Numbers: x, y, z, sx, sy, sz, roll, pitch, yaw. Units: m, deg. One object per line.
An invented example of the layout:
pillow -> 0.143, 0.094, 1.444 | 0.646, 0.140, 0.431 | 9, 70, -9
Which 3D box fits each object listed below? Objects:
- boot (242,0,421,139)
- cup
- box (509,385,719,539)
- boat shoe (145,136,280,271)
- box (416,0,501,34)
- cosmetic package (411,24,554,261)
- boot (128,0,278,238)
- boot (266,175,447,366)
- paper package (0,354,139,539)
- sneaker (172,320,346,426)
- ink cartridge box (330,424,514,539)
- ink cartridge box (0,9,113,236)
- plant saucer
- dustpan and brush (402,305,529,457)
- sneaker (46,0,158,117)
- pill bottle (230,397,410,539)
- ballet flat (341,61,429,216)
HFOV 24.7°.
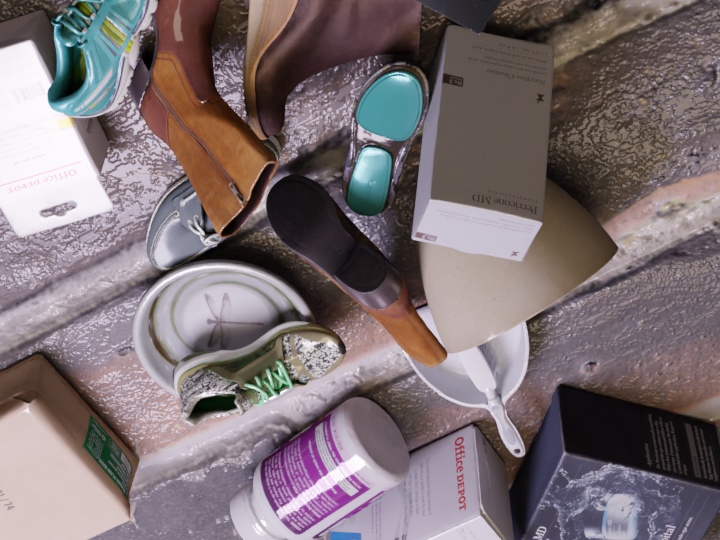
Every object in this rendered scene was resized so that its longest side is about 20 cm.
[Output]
boot -> -0.026, -0.209, 1.558 | 0.165, 0.073, 0.201 | 5, 122, 0
cup -> 0.135, -0.031, 1.632 | 0.199, 0.200, 0.144 | -30, 94, 21
box -> 0.284, 0.259, 1.865 | 0.198, 0.118, 0.198 | 14, 125, -8
boat shoe -> -0.156, -0.061, 1.674 | 0.073, 0.062, 0.200 | 35, 119, -22
box -> 0.049, -0.328, 1.425 | 0.199, 0.149, 0.125 | 25, 124, -16
cosmetic package -> 0.115, -0.119, 1.537 | 0.112, 0.201, 0.081 | 9, 149, -8
boot -> -0.137, -0.162, 1.515 | 0.068, 0.200, 0.189 | -1, 136, -43
boot -> 0.000, 0.000, 1.688 | 0.069, 0.188, 0.200 | -51, 150, -6
paper package -> -0.380, 0.219, 1.856 | 0.190, 0.104, 0.200 | -25, 121, 18
sneaker -> -0.106, 0.120, 1.726 | 0.199, 0.089, 0.077 | -19, 123, 14
ink cartridge box -> 0.068, 0.285, 1.867 | 0.199, 0.147, 0.086 | -26, 123, 19
ink cartridge box -> -0.326, -0.141, 1.617 | 0.116, 0.068, 0.201 | -14, 123, 12
plant saucer -> -0.144, 0.060, 1.769 | 0.198, 0.050, 0.201 | 1, 126, 1
dustpan and brush -> 0.138, 0.119, 1.800 | 0.139, 0.057, 0.201 | -21, 123, 15
sneaker -> -0.242, -0.232, 1.519 | 0.077, 0.079, 0.201 | 30, 117, 31
pill bottle -> -0.050, 0.237, 1.857 | 0.200, 0.113, 0.112 | -36, 118, 23
ballet flat -> 0.024, -0.142, 1.604 | 0.071, 0.072, 0.201 | 11, 137, -7
